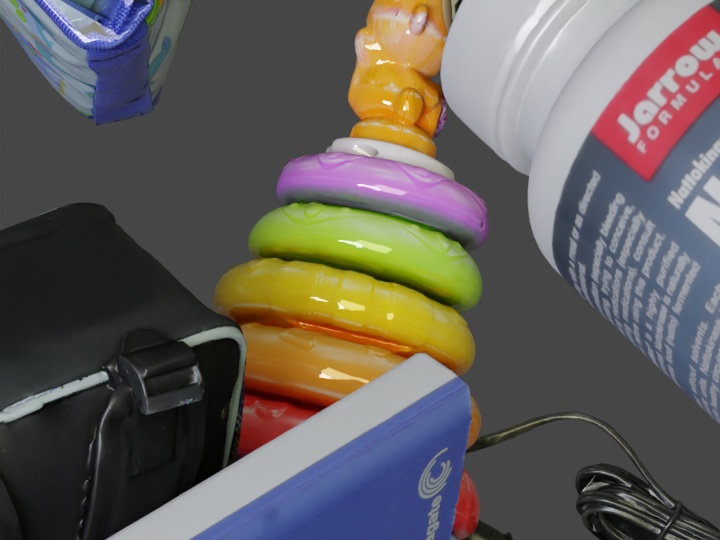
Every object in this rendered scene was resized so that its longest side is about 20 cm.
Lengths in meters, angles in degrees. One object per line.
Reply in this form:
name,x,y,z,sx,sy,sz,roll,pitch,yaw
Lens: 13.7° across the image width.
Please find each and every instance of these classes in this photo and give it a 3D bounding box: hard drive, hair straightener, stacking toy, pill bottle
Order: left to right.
hard drive,-0.051,0.117,0.805,0.025,0.133,0.199,33,43,30
stacking toy,0.000,0.000,0.952,0.109,0.116,0.201,14,78,-2
hair straightener,0.113,0.104,0.984,0.199,0.041,0.077,31,85,4
pill bottle,0.120,-0.023,0.886,0.120,0.120,0.200,-44,61,-5

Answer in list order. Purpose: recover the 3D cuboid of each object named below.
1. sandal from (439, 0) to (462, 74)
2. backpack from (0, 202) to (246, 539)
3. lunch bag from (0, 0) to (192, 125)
sandal,0.108,-0.068,0.985,0.199,0.048,0.076,13,85,-1
backpack,-0.129,0.090,0.831,0.177,0.150,0.201,-22,129,-38
lunch bag,-0.092,-0.152,0.921,0.126,0.170,0.202,-10,86,-3
